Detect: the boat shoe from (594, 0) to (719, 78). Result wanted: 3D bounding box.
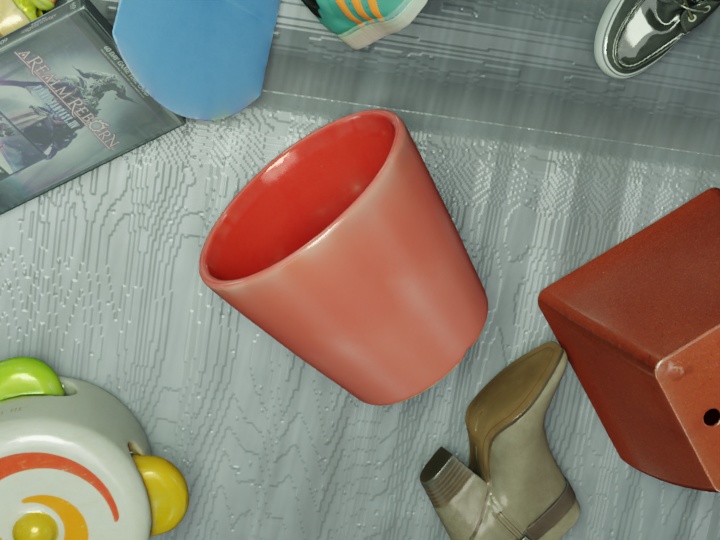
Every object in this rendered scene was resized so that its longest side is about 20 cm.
[{"bbox_3d":[0.281,-0.241,1.029,0.200,0.066,0.070,-43,106,3],"label":"boat shoe"}]

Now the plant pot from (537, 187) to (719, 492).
[{"bbox_3d":[0.302,0.075,1.057,0.199,0.176,0.200,-31,106,0],"label":"plant pot"}]

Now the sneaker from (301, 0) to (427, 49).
[{"bbox_3d":[0.004,-0.225,0.924,0.080,0.200,0.072,29,73,-17],"label":"sneaker"}]

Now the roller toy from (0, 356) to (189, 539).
[{"bbox_3d":[-0.262,0.193,1.016,0.200,0.140,0.183,35,97,-16],"label":"roller toy"}]

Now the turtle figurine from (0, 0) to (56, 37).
[{"bbox_3d":[-0.294,-0.190,0.953,0.161,0.064,0.200,-38,105,8],"label":"turtle figurine"}]

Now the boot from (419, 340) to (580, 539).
[{"bbox_3d":[0.153,0.180,1.123,0.200,0.070,0.146,-45,113,5],"label":"boot"}]

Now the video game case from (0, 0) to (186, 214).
[{"bbox_3d":[-0.255,-0.117,0.938,0.199,0.019,0.143,-23,142,13],"label":"video game case"}]

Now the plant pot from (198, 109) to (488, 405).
[{"bbox_3d":[0.000,0.000,0.992,0.200,0.201,0.178,-39,115,2],"label":"plant pot"}]

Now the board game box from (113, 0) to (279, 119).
[{"bbox_3d":[-0.131,-0.218,0.947,0.158,0.039,0.201,19,81,-51],"label":"board game box"}]
